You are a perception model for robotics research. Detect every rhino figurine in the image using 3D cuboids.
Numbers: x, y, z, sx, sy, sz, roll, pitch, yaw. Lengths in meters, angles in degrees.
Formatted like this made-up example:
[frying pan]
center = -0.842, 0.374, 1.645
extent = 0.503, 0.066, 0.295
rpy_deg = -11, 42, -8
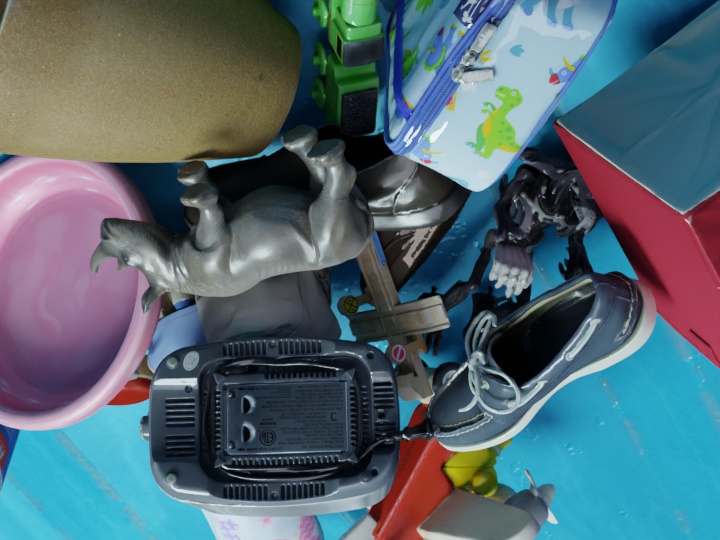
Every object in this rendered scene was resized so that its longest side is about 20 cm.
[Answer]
[rhino figurine]
center = -0.084, -0.023, 0.916
extent = 0.200, 0.060, 0.088
rpy_deg = -16, 121, 18

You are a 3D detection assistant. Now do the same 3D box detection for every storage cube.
[storage cube]
center = 0.258, -0.050, 0.922
extent = 0.171, 0.200, 0.180
rpy_deg = -36, 122, -1

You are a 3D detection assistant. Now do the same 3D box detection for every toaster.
[toaster]
center = -0.046, 0.111, 1.008
extent = 0.200, 0.114, 0.129
rpy_deg = -3, 164, 1

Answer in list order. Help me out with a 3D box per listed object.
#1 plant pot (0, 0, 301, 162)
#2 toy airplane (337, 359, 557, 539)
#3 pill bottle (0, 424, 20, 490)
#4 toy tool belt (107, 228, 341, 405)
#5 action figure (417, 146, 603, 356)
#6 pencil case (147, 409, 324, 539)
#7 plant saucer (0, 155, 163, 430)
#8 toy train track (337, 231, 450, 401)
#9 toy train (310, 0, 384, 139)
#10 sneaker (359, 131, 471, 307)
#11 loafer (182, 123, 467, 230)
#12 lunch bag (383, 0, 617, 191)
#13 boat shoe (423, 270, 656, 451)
[plant pot]
center = -0.146, -0.141, 0.911
extent = 0.200, 0.187, 0.186
rpy_deg = 16, 128, -28
[toy airplane]
center = 0.063, 0.178, 1.120
extent = 0.141, 0.200, 0.199
rpy_deg = 30, 122, -25
[pill bottle]
center = -0.317, 0.130, 1.097
extent = 0.112, 0.200, 0.112
rpy_deg = 1, 128, 1
[toy tool belt]
center = -0.115, 0.018, 1.075
extent = 0.200, 0.123, 0.125
rpy_deg = -18, 157, 24
[action figure]
center = 0.126, -0.010, 1.033
extent = 0.119, 0.102, 0.200
rpy_deg = 18, 128, -30
[pencil case]
center = -0.101, 0.174, 1.196
extent = 0.091, 0.083, 0.200
rpy_deg = -27, 124, -5
[plant saucer]
center = -0.214, 0.013, 1.034
extent = 0.200, 0.201, 0.051
rpy_deg = -30, 159, 23
[toy train track]
center = 0.000, 0.000, 1.024
extent = 0.115, 0.033, 0.200
rpy_deg = -15, 95, 55
[toy train]
center = -0.006, -0.165, 0.924
extent = 0.042, 0.056, 0.200
rpy_deg = -13, 141, -14
[sneaker]
center = 0.036, -0.062, 1.032
extent = 0.076, 0.070, 0.200
rpy_deg = 37, 128, 8
[loafer]
center = -0.030, -0.066, 0.963
extent = 0.200, 0.073, 0.071
rpy_deg = -7, 130, 20
[lunch bag]
center = 0.076, -0.152, 0.862
extent = 0.082, 0.200, 0.161
rpy_deg = 25, 126, -15
[boat shoe]
center = 0.107, 0.062, 0.985
extent = 0.062, 0.075, 0.200
rpy_deg = 19, 141, -37
